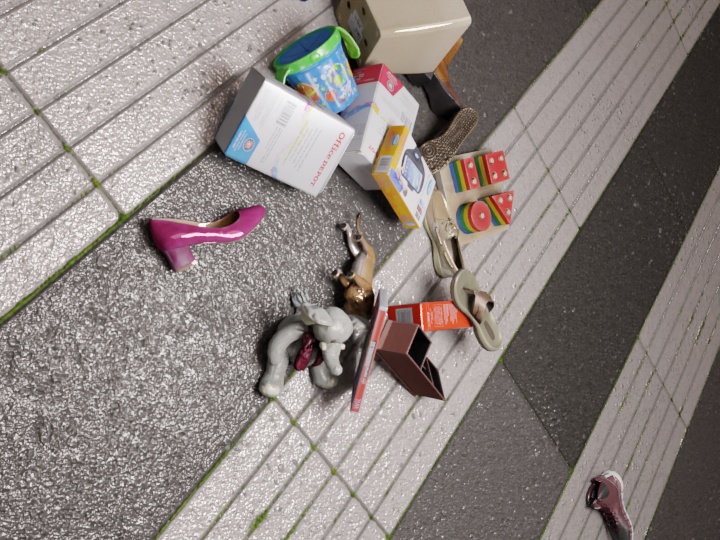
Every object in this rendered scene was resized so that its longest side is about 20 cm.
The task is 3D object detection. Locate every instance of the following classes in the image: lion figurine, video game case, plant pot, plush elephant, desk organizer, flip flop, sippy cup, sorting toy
[{"bbox_3d":[0.000,0.000,1.360,0.123,0.072,0.201,48,49,-46],"label":"lion figurine"},{"bbox_3d":[0.016,0.143,1.280,0.017,0.143,0.201,14,101,-1],"label":"video game case"},{"bbox_3d":[0.068,-0.507,1.388,0.176,0.200,0.201,-21,84,-23],"label":"plant pot"},{"bbox_3d":[-0.070,0.124,1.230,0.164,0.154,0.201,8,80,-39],"label":"plush elephant"},{"bbox_3d":[0.111,0.180,1.393,0.200,0.077,0.072,52,55,-43],"label":"desk organizer"},{"bbox_3d":[0.248,0.080,1.435,0.081,0.057,0.201,-41,110,-36],"label":"flip flop"},{"bbox_3d":[-0.073,-0.364,1.312,0.177,0.140,0.131,-30,122,5],"label":"sippy cup"},{"bbox_3d":[0.277,-0.175,1.614,0.199,0.069,0.200,-18,97,-40],"label":"sorting toy"}]

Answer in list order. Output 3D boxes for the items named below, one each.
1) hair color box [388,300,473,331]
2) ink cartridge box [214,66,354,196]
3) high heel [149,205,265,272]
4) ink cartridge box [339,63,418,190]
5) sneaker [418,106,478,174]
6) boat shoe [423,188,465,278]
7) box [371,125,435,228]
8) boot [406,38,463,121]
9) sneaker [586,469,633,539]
[{"bbox_3d":[0.164,0.095,1.466,0.199,0.101,0.062,-2,85,-40],"label":"hair color box"},{"bbox_3d":[-0.131,-0.239,1.231,0.199,0.085,0.145,23,107,-35],"label":"ink cartridge box"},{"bbox_3d":[-0.250,-0.085,1.164,0.200,0.067,0.096,-32,116,-24],"label":"high heel"},{"bbox_3d":[0.029,-0.281,1.390,0.148,0.085,0.201,38,62,-48],"label":"ink cartridge box"},{"bbox_3d":[0.183,-0.272,1.542,0.200,0.076,0.070,-44,91,-6],"label":"sneaker"},{"bbox_3d":[0.187,-0.084,1.530,0.072,0.065,0.201,-13,93,-40],"label":"boat shoe"},{"bbox_3d":[0.093,-0.174,1.383,0.200,0.041,0.120,50,52,-47],"label":"box"},{"bbox_3d":[0.192,-0.460,1.599,0.188,0.068,0.201,37,55,-22],"label":"boot"},{"bbox_3d":[0.637,0.630,1.827,0.115,0.076,0.201,0,74,-35],"label":"sneaker"}]
